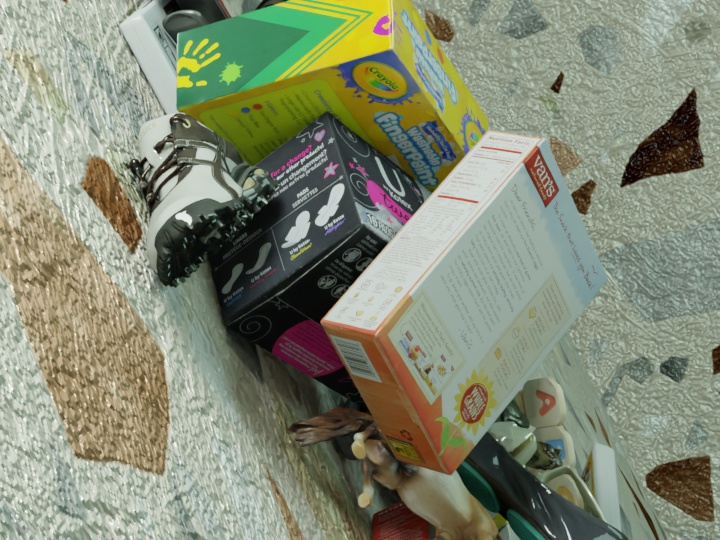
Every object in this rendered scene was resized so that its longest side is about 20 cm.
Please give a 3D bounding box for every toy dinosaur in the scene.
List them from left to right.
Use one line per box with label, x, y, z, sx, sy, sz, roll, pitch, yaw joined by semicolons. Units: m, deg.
toy dinosaur;0.083;0.097;1.601;0.200;0.088;0.048;60;-39;41

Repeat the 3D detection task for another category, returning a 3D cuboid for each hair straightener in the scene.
hair straightener;-0.097;-0.123;1.571;0.077;0.041;0.200;-74;148;-43

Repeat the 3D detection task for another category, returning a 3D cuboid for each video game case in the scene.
video game case;-0.116;-0.118;1.589;0.200;0.023;0.182;62;11;-12
video game case;0.172;0.261;1.680;0.200;0.023;0.183;-75;-176;-71

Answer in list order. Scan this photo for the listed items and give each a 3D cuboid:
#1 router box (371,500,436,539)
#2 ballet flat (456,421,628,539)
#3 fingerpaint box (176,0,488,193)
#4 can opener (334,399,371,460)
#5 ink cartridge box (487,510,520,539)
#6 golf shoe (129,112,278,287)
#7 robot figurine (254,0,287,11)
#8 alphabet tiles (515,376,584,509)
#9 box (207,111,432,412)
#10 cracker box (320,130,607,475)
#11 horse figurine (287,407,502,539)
router box;0.074;0.288;1.500;0.200;0.049;0.180;62;10;-17
ballet flat;0.119;0.158;1.505;0.200;0.073;0.073;41;-2;27
fingerpaint box;-0.015;-0.114;1.487;0.200;0.166;0.074;49;33;-52
can opener;0.020;0.115;1.634;0.067;0.053;0.200;63;10;-2
ink cartridge box;0.094;0.191;1.659;0.116;0.067;0.201;5;74;-79
golf shoe;-0.117;-0.051;1.318;0.095;0.078;0.200;46;10;-3
robot figurine;-0.037;-0.190;1.725;0.200;0.124;0.151;-76;174;-71
alphabet tiles;0.117;0.159;1.744;0.195;0.015;0.201;-15;-96;57
box;0.000;0.000;1.475;0.200;0.132;0.115;34;28;-45
cracker box;0.074;0.020;1.395;0.058;0.200;0.134;12;-40;44
horse figurine;0.042;0.158;1.450;0.200;0.050;0.133;45;17;0
